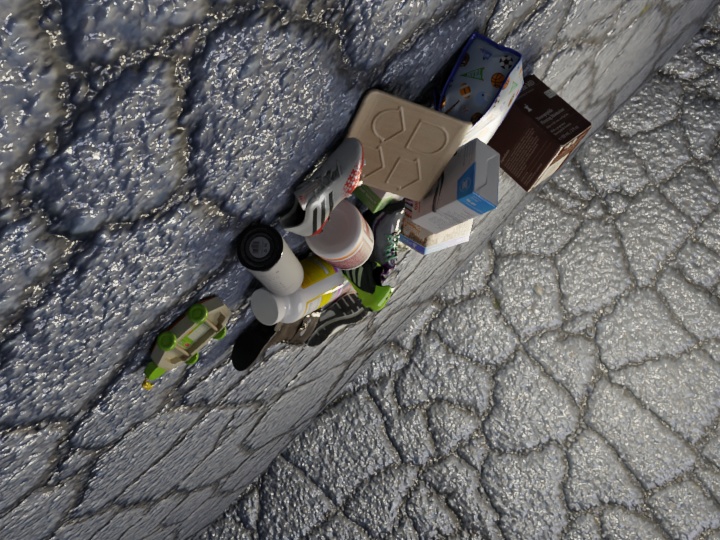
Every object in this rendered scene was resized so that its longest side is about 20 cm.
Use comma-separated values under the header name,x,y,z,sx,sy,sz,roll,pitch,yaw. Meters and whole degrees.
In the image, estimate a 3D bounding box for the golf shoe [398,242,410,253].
name,x,y,z,sx,sy,sz,roll,pitch,yaw
golf shoe,0.086,-0.076,1.627,0.077,0.089,0.200,-11,-162,42

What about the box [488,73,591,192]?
name,x,y,z,sx,sy,sz,roll,pitch,yaw
box,0.420,-0.339,1.676,0.165,0.200,0.165,-34,163,-37

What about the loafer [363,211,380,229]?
name,x,y,z,sx,sy,sz,roll,pitch,yaw
loafer,0.011,-0.076,1.512,0.201,0.073,0.072,-52,162,22

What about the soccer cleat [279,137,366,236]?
name,x,y,z,sx,sy,sz,roll,pitch,yaw
soccer cleat,-0.063,-0.134,1.119,0.084,0.069,0.201,0,138,-45

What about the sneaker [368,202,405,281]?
name,x,y,z,sx,sy,sz,roll,pitch,yaw
sneaker,0.064,-0.059,1.414,0.074,0.088,0.201,-22,159,-26

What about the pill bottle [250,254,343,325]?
name,x,y,z,sx,sy,sz,roll,pitch,yaw
pill bottle,-0.127,0.040,1.365,0.199,0.104,0.105,-27,159,-51

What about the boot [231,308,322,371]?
name,x,y,z,sx,sy,sz,roll,pitch,yaw
boot,-0.182,0.154,1.538,0.200,0.069,0.174,-49,152,10

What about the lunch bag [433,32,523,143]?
name,x,y,z,sx,sy,sz,roll,pitch,yaw
lunch bag,0.209,-0.311,1.273,0.202,0.123,0.170,-62,163,6

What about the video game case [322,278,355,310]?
name,x,y,z,sx,sy,sz,roll,pitch,yaw
video game case,-0.027,0.037,1.647,0.199,0.023,0.182,-26,167,-44

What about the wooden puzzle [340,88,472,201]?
name,x,y,z,sx,sy,sz,roll,pitch,yaw
wooden puzzle,0.064,-0.214,1.155,0.197,0.047,0.186,11,138,-21

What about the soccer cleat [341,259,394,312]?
name,x,y,z,sx,sy,sz,roll,pitch,yaw
soccer cleat,0.000,0.000,1.433,0.081,0.200,0.067,-47,146,12

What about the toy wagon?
name,x,y,z,sx,sy,sz,roll,pitch,yaw
toy wagon,-0.315,0.129,1.204,0.200,0.040,0.155,-42,166,-10

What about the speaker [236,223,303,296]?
name,x,y,z,sx,sy,sz,roll,pitch,yaw
speaker,-0.152,-0.013,1.182,0.081,0.081,0.200,-43,166,-5

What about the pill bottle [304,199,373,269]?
name,x,y,z,sx,sy,sz,roll,pitch,yaw
pill bottle,-0.035,-0.063,1.315,0.113,0.113,0.200,-44,166,0

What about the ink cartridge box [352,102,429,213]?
name,x,y,z,sx,sy,sz,roll,pitch,yaw
ink cartridge box,0.079,-0.215,1.303,0.117,0.067,0.201,-30,160,-48

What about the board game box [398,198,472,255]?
name,x,y,z,sx,sy,sz,roll,pitch,yaw
board game box,0.173,-0.158,1.485,0.158,0.096,0.203,-18,128,-40

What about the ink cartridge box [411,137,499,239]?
name,x,y,z,sx,sy,sz,roll,pitch,yaw
ink cartridge box,0.159,-0.146,1.257,0.199,0.067,0.118,-23,-129,48

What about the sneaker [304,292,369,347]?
name,x,y,z,sx,sy,sz,roll,pitch,yaw
sneaker,-0.059,0.113,1.680,0.198,0.074,0.080,-30,-176,0
